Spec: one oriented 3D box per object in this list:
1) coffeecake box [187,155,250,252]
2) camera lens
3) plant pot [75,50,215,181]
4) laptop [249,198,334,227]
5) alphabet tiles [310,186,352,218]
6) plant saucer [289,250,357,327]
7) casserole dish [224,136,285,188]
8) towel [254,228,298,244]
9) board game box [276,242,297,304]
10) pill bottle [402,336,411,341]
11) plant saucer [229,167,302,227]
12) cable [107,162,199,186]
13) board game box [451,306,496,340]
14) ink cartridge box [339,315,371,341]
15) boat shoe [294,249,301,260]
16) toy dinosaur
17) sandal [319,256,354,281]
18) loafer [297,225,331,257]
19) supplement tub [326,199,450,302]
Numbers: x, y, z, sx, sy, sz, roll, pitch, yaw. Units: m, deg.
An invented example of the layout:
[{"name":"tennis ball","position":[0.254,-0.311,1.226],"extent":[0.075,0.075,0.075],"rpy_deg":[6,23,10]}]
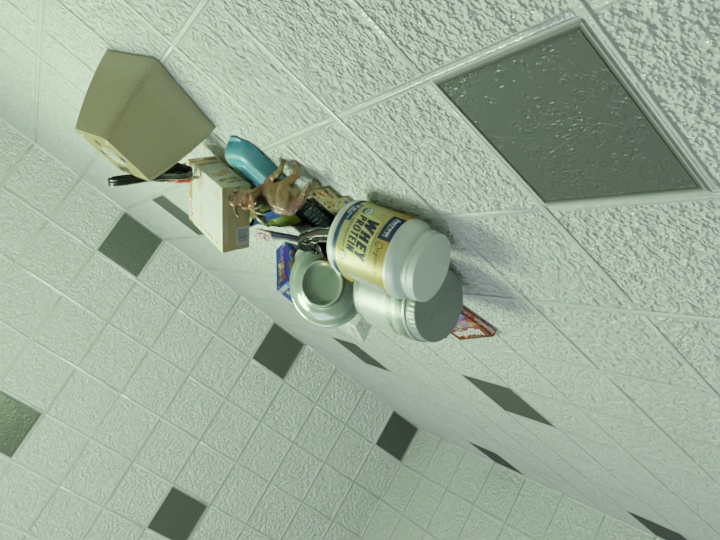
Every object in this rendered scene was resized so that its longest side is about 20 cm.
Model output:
[{"name":"coffeecake box","position":[-0.330,-0.157,1.473],"extent":[0.199,0.072,0.157],"rpy_deg":[37,130,44]},{"name":"camera lens","position":[0.092,0.052,1.309],"extent":[0.198,0.162,0.160],"rpy_deg":[15,158,49]},{"name":"plant pot","position":[-0.462,-0.306,1.313],"extent":[0.197,0.179,0.200],"rpy_deg":[22,162,37]},{"name":"laptop","position":[-0.141,-0.093,1.443],"extent":[0.198,0.104,0.177],"rpy_deg":[36,168,-10]},{"name":"alphabet tiles","position":[-0.021,-0.109,1.343],"extent":[0.199,0.008,0.166],"rpy_deg":[41,164,-25]},{"name":"plant saucer","position":[-0.080,0.030,1.461],"extent":[0.197,0.204,0.050],"rpy_deg":[28,-173,16]},{"name":"casserole dish","position":[-0.219,-0.210,1.382],"extent":[0.120,0.039,0.200],"rpy_deg":[16,158,50]},{"name":"towel","position":[-0.178,-0.073,1.580],"extent":[0.143,0.031,0.199],"rpy_deg":[9,-176,-21]},{"name":"board game box","position":[-0.176,0.022,1.796],"extent":[0.134,0.045,0.202],"rpy_deg":[41,-160,-29]},{"name":"pill bottle","position":[0.067,0.076,1.532],"extent":[0.198,0.117,0.116],"rpy_deg":[35,165,-10]},{"name":"plant saucer","position":[-0.264,-0.172,1.575],"extent":[0.200,0.048,0.198],"rpy_deg":[42,163,-32]},{"name":"cable","position":[-0.445,-0.196,1.391],"extent":[0.096,0.198,0.051],"rpy_deg":[22,125,40]},{"name":"board game box","position":[0.241,0.128,1.521],"extent":[0.102,0.020,0.200],"rpy_deg":[34,165,-7]},{"name":"ink cartridge box","position":[-0.061,0.127,2.026],"extent":[0.197,0.085,0.145],"rpy_deg":[28,165,20]},{"name":"boat shoe","position":[-0.108,0.016,1.795],"extent":[0.200,0.071,0.064],"rpy_deg":[45,-179,-7]},{"name":"toy dinosaur","position":[-0.163,-0.144,1.274],"extent":[0.198,0.137,0.086],"rpy_deg":[17,159,44]},{"name":"sandal","position":[0.000,0.000,1.401],"extent":[0.197,0.055,0.080],"rpy_deg":[9,178,-36]},{"name":"loafer","position":[-0.069,-0.058,1.353],"extent":[0.071,0.065,0.197],"rpy_deg":[21,157,-41]},{"name":"supplement tub","position":[0.051,-0.035,1.152],"extent":[0.197,0.146,0.145],"rpy_deg":[22,162,34]}]
